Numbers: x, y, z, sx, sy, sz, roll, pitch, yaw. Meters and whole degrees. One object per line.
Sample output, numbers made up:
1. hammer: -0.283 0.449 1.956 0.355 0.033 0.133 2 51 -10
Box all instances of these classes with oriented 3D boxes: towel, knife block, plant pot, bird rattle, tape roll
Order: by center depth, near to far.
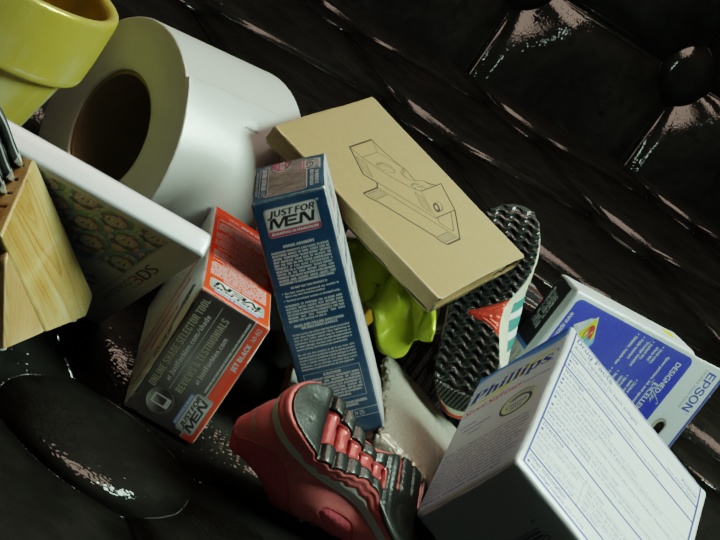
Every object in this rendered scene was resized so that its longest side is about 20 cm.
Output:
1. knife block: -0.246 -0.042 1.166 0.064 0.176 0.200 6 9 14
2. plant pot: -0.327 -0.178 1.391 0.200 0.189 0.201 32 14 -9
3. towel: 0.052 0.153 1.441 0.133 0.034 0.200 47 12 -10
4. tape roll: -0.165 -0.099 1.480 0.139 0.203 0.203 21 20 -44
5. bird rattle: 0.000 0.000 1.508 0.113 0.163 0.200 41 22 -18

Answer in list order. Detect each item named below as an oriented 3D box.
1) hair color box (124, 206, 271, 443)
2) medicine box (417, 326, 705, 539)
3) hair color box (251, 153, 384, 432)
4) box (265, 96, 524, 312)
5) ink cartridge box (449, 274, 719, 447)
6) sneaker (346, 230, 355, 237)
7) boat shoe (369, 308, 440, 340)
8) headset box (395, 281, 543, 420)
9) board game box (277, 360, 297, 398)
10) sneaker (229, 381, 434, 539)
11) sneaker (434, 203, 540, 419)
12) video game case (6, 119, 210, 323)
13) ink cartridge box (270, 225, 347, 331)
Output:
1. hair color box: -0.120 0.037 1.330 0.064 0.111 0.200 32 16 -11
2. medicine box: 0.159 0.178 1.322 0.182 0.103 0.200 51 32 -11
3. hair color box: -0.032 0.020 1.346 0.100 0.060 0.201 -96 173 -72
4. box: 0.032 -0.060 1.453 0.200 0.021 0.163 46 32 12
5. ink cartridge box: 0.208 0.124 1.610 0.200 0.198 0.047 27 17 -31
6. sneaker: 0.044 -0.038 1.748 0.200 0.104 0.076 -26 -93 64
7. boat shoe: 0.042 0.035 1.648 0.201 0.071 0.070 -159 -128 -85
8. headset box: 0.102 0.055 1.685 0.075 0.149 0.200 30 15 -24
9. board game box: -0.026 0.127 1.428 0.095 0.030 0.200 33 12 -6
10. sneaker: -0.019 0.158 1.256 0.200 0.087 0.074 51 36 -29
11. sneaker: 0.108 0.039 1.541 0.070 0.200 0.093 15 -18 3
12. video game case: -0.233 -0.037 1.243 0.200 0.182 0.024 30 59 -21
13. ink cartridge box: -0.096 -0.061 1.616 0.084 0.146 0.200 26 18 -29
